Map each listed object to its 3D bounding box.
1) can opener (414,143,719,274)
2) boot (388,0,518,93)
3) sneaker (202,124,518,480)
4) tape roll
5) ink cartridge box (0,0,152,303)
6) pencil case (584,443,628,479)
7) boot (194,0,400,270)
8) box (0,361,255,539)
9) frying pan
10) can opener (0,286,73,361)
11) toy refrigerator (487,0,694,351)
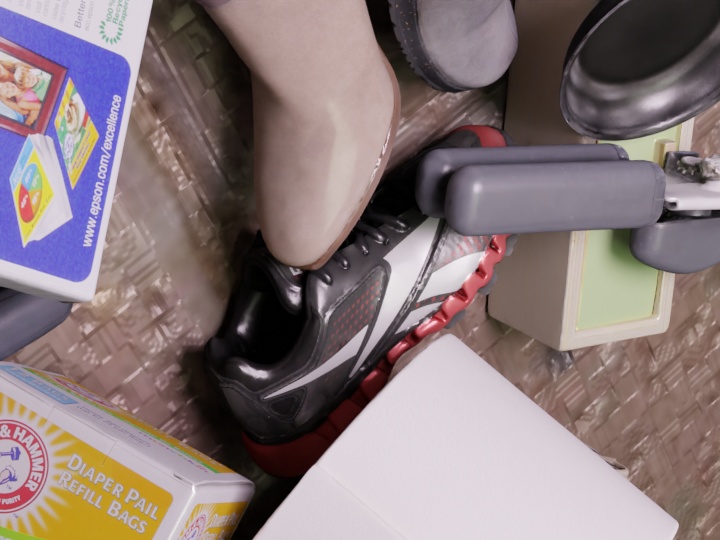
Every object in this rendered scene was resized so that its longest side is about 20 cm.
[{"bbox_3d":[0.117,-0.029,0.885,0.199,0.053,0.067,1,107,-33],"label":"can opener"},{"bbox_3d":[0.075,-0.136,0.799,0.200,0.131,0.070,46,45,-63],"label":"boot"},{"bbox_3d":[0.000,0.000,0.885,0.201,0.071,0.098,-50,130,-8],"label":"sneaker"},{"bbox_3d":[0.030,0.149,0.857,0.203,0.139,0.203,-49,172,-10],"label":"tape roll"},{"bbox_3d":[-0.171,-0.107,0.704,0.199,0.047,0.199,19,75,-36],"label":"ink cartridge box"},{"bbox_3d":[0.066,0.178,0.994,0.089,0.078,0.201,21,94,-30],"label":"pencil case"},{"bbox_3d":[-0.039,-0.113,0.793,0.146,0.070,0.201,26,71,-59],"label":"boot"},{"bbox_3d":[-0.145,0.151,0.791,0.201,0.112,0.101,-61,167,0],"label":"box"},{"bbox_3d":[0.174,-0.122,0.862,0.189,0.031,0.115,-29,148,4],"label":"frying pan"},{"bbox_3d":[-0.206,0.044,0.760,0.199,0.063,0.079,-21,118,-27],"label":"can opener"},{"bbox_3d":[0.121,-0.066,0.948,0.076,0.070,0.201,-7,110,-33],"label":"toy refrigerator"}]
